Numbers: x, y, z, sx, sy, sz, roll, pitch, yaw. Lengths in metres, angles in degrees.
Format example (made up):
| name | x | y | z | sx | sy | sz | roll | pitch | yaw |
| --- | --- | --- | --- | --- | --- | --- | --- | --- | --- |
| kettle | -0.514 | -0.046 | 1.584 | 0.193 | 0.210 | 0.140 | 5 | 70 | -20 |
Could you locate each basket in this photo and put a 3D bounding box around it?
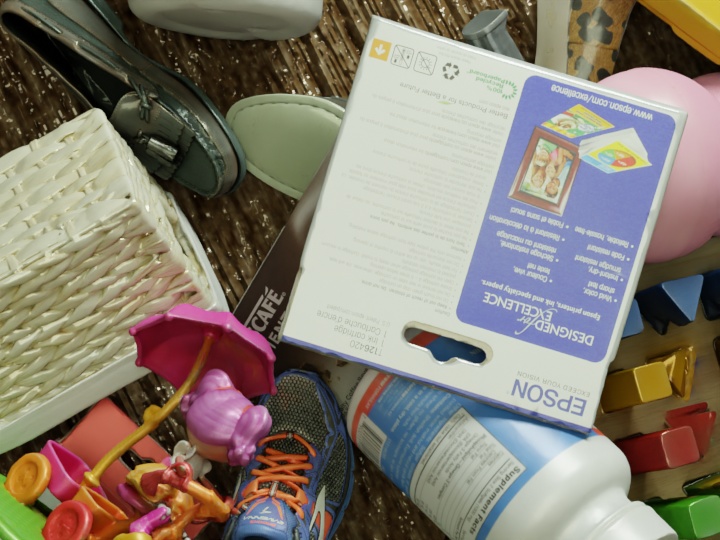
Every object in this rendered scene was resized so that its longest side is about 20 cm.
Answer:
| name | x | y | z | sx | sy | sz | roll | pitch | yaw |
| --- | --- | --- | --- | --- | --- | --- | --- | --- | --- |
| basket | -0.207 | 0.005 | 1.167 | 0.199 | 0.136 | 0.124 | -29 | 130 | -1 |

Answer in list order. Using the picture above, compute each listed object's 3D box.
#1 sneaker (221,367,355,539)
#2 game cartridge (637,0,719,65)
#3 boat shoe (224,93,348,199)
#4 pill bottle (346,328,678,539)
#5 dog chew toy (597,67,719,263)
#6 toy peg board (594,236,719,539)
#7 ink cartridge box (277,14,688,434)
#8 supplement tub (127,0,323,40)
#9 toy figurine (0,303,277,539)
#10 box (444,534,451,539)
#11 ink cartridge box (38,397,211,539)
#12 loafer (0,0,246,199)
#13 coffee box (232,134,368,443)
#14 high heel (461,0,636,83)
| name | x | y | z | sx | sy | sz | roll | pitch | yaw |
| --- | --- | --- | --- | --- | --- | --- | --- | --- | --- |
| sneaker | -0.049 | 0.154 | 1.114 | 0.075 | 0.078 | 0.201 | 5 | 70 | 7 |
| game cartridge | 0.230 | -0.220 | 1.192 | 0.200 | 0.032 | 0.176 | 39 | 52 | 2 |
| boat shoe | 0.009 | -0.079 | 1.224 | 0.200 | 0.061 | 0.072 | 15 | 112 | 8 |
| pill bottle | 0.094 | 0.125 | 1.110 | 0.112 | 0.112 | 0.200 | -47 | 64 | -1 |
| dog chew toy | 0.226 | -0.073 | 1.178 | 0.199 | 0.124 | 0.125 | -8 | 86 | -26 |
| toy peg board | 0.238 | 0.077 | 1.155 | 0.199 | 0.098 | 0.200 | -14 | 85 | -20 |
| ink cartridge box | 0.072 | -0.027 | 1.083 | 0.197 | 0.047 | 0.201 | 17 | 94 | 1 |
| supplement tub | -0.083 | -0.261 | 1.201 | 0.131 | 0.132 | 0.201 | 5 | 87 | 2 |
| toy figurine | -0.119 | 0.110 | 1.085 | 0.184 | 0.150 | 0.200 | -49 | 43 | -2 |
| box | 0.088 | 0.250 | 1.188 | 0.100 | 0.075 | 0.201 | 15 | 84 | 2 |
| ink cartridge box | -0.194 | 0.192 | 1.209 | 0.116 | 0.067 | 0.200 | 42 | 89 | 3 |
| loafer | -0.164 | -0.116 | 1.218 | 0.200 | 0.063 | 0.072 | 45 | 133 | 10 |
| coffee box | 0.000 | 0.000 | 1.174 | 0.113 | 0.080 | 0.200 | 33 | 111 | 1 |
| high heel | 0.171 | -0.153 | 1.236 | 0.200 | 0.071 | 0.143 | -37 | 114 | -16 |
